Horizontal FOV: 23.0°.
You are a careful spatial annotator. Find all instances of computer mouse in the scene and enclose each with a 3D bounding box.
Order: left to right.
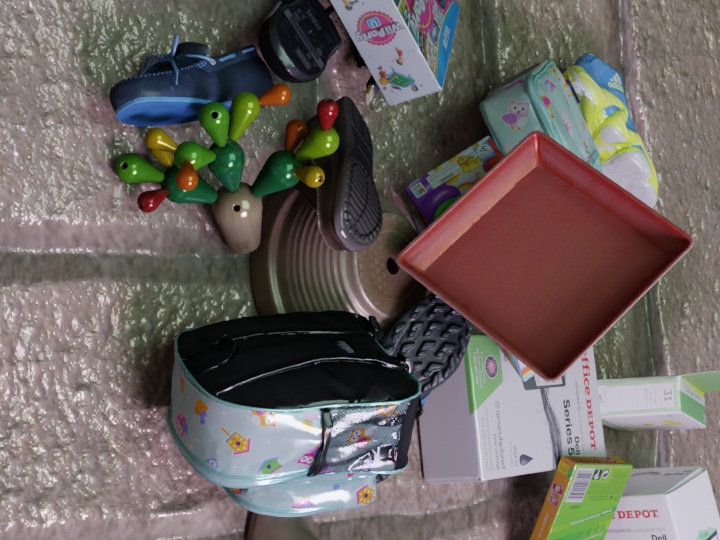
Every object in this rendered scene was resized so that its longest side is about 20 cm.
[{"bbox_3d":[-0.040,-0.206,1.700,0.141,0.046,0.200,54,30,-19],"label":"computer mouse"}]

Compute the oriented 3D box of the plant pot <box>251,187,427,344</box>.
[{"bbox_3d":[0.000,0.000,1.686,0.200,0.092,0.202,11,75,-43],"label":"plant pot"}]

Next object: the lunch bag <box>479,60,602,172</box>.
[{"bbox_3d":[0.198,-0.132,1.856,0.161,0.077,0.200,62,18,-5],"label":"lunch bag"}]

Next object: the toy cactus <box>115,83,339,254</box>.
[{"bbox_3d":[-0.110,-0.078,1.568,0.199,0.103,0.166,-17,136,-8],"label":"toy cactus"}]

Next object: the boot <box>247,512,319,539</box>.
[{"bbox_3d":[-0.033,0.270,1.568,0.070,0.146,0.201,13,74,-40],"label":"boot"}]

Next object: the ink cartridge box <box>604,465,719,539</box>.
[{"bbox_3d":[0.317,0.320,1.899,0.084,0.144,0.201,-21,97,-44],"label":"ink cartridge box"}]

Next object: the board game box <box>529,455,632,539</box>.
[{"bbox_3d":[0.211,0.287,1.833,0.095,0.030,0.201,7,105,-43],"label":"board game box"}]

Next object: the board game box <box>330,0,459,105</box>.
[{"bbox_3d":[0.020,-0.286,1.725,0.200,0.064,0.148,58,29,-33],"label":"board game box"}]

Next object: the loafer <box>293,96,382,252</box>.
[{"bbox_3d":[-0.026,-0.079,1.631,0.073,0.071,0.200,58,18,-32],"label":"loafer"}]

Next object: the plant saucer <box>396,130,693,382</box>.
[{"bbox_3d":[0.169,-0.009,1.633,0.200,0.199,0.037,-42,151,-19],"label":"plant saucer"}]

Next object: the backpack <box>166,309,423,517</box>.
[{"bbox_3d":[-0.070,0.121,1.538,0.199,0.176,0.154,4,117,-28],"label":"backpack"}]

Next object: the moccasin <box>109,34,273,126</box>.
[{"bbox_3d":[-0.157,-0.170,1.587,0.200,0.080,0.069,-12,86,-59],"label":"moccasin"}]

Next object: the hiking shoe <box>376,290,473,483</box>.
[{"bbox_3d":[0.034,0.104,1.668,0.074,0.087,0.201,33,86,-6],"label":"hiking shoe"}]

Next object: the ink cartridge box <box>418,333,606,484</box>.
[{"bbox_3d":[0.155,0.136,1.816,0.199,0.084,0.146,-2,84,-44],"label":"ink cartridge box"}]

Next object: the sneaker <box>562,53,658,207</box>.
[{"bbox_3d":[0.290,-0.163,2.007,0.200,0.075,0.105,57,40,-31],"label":"sneaker"}]

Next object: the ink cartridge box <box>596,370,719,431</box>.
[{"bbox_3d":[0.356,0.139,1.903,0.145,0.199,0.048,27,61,-66],"label":"ink cartridge box"}]

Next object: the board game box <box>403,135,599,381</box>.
[{"bbox_3d":[0.142,-0.013,1.726,0.105,0.200,0.103,-32,149,-5],"label":"board game box"}]
